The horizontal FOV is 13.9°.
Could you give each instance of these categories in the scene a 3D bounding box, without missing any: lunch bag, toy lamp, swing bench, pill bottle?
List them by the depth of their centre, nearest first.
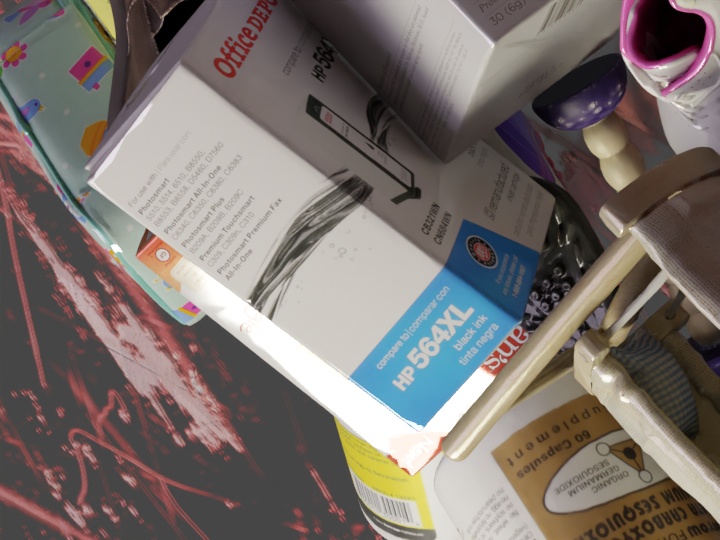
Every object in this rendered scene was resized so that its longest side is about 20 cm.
[{"bbox_3d":[0.176,0.070,1.336,0.199,0.130,0.200,48,138,14],"label":"swing bench"},{"bbox_3d":[0.132,0.156,1.462,0.200,0.114,0.114,57,160,22],"label":"pill bottle"},{"bbox_3d":[0.153,-0.008,1.471,0.200,0.058,0.058,58,156,-13],"label":"toy lamp"},{"bbox_3d":[0.036,0.057,1.709,0.114,0.114,0.201,32,149,40],"label":"pill bottle"},{"bbox_3d":[-0.139,-0.071,1.739,0.200,0.077,0.160,56,-176,29],"label":"lunch bag"}]

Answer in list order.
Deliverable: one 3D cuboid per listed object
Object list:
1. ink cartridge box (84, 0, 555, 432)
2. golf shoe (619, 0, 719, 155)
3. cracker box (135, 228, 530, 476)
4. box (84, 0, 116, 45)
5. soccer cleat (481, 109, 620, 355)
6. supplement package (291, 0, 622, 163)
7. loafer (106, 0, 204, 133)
[{"bbox_3d":[-0.015,-0.040,1.405,0.200,0.146,0.084,38,117,-9],"label":"ink cartridge box"},{"bbox_3d":[0.145,-0.103,1.312,0.075,0.091,0.200,40,155,24],"label":"golf shoe"},{"bbox_3d":[0.000,0.000,1.568,0.200,0.058,0.134,38,119,-15],"label":"cracker box"},{"bbox_3d":[-0.127,-0.160,1.691,0.075,0.050,0.200,53,-178,2],"label":"box"},{"bbox_3d":[0.082,-0.040,1.520,0.068,0.073,0.200,-49,67,30],"label":"soccer cleat"},{"bbox_3d":[0.026,-0.177,1.391,0.200,0.121,0.120,47,156,13],"label":"supplement package"},{"bbox_3d":[-0.087,-0.136,1.527,0.071,0.073,0.201,-24,65,51],"label":"loafer"}]
